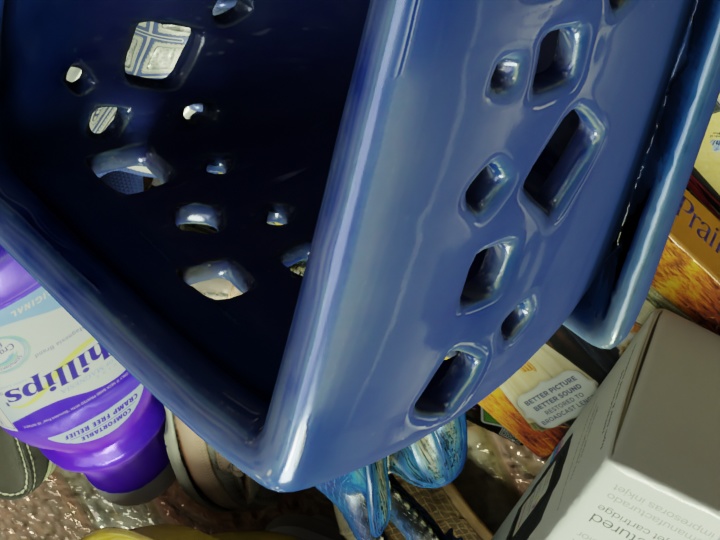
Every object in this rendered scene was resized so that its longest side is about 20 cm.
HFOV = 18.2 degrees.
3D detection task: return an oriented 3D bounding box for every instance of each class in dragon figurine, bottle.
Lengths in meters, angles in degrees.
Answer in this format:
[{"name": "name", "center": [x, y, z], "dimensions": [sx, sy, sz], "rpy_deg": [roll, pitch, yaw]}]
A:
[{"name": "dragon figurine", "center": [0.008, 0.072, 0.960], "dimensions": [0.099, 0.059, 0.200], "rpy_deg": [42, 149, 30]}, {"name": "bottle", "center": [-0.133, 0.035, 0.994], "dimensions": [0.083, 0.065, 0.200], "rpy_deg": [-30, 140, -4]}]

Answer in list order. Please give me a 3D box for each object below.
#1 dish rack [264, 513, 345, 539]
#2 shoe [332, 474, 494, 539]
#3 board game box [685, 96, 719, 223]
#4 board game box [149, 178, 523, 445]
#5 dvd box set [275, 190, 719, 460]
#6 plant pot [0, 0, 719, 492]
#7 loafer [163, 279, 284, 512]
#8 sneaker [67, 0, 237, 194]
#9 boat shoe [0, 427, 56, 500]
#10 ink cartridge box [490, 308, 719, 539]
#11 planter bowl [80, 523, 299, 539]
[{"name": "dish rack", "center": [0.025, 0.200, 1.150], "dimensions": [0.200, 0.044, 0.172], "rpy_deg": [22, 136, 6]}, {"name": "shoe", "center": [0.051, 0.161, 1.052], "dimensions": [0.200, 0.070, 0.053], "rpy_deg": [57, 158, 6]}, {"name": "board game box", "center": [0.120, -0.065, 0.858], "dimensions": [0.200, 0.035, 0.136], "rpy_deg": [4, 133, 22]}, {"name": "board game box", "center": [0.000, 0.000, 0.987], "dimensions": [0.200, 0.023, 0.105], "rpy_deg": [25, 135, 2]}, {"name": "dvd box set", "center": [0.052, -0.019, 0.884], "dimensions": [0.200, 0.029, 0.146], "rpy_deg": [42, 137, -15]}, {"name": "plant pot", "center": [0.004, -0.078, 0.689], "dimensions": [0.200, 0.180, 0.200], "rpy_deg": [38, 125, 38]}, {"name": "loafer", "center": [-0.053, 0.055, 1.007], "dimensions": [0.063, 0.072, 0.200], "rpy_deg": [8, 148, 19]}, {"name": "sneaker", "center": [-0.066, -0.083, 0.855], "dimensions": [0.088, 0.075, 0.200], "rpy_deg": [55, 134, 4]}, {"name": "boat shoe", "center": [-0.206, 0.045, 1.095], "dimensions": [0.072, 0.066, 0.201], "rpy_deg": [3, 132, 22]}, {"name": "ink cartridge box", "center": [0.135, 0.128, 0.904], "dimensions": [0.146, 0.083, 0.200], "rpy_deg": [26, 140, -1]}, {"name": "planter bowl", "center": [-0.042, 0.185, 1.055], "dimensions": [0.200, 0.083, 0.201], "rpy_deg": [33, 141, 31]}]
